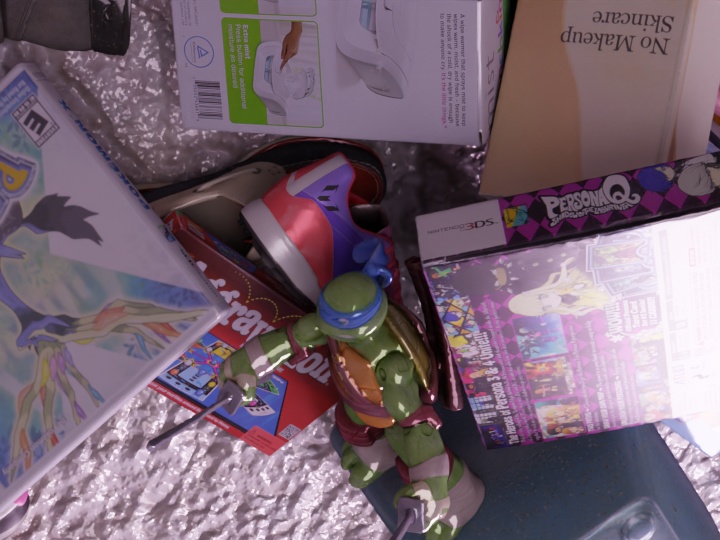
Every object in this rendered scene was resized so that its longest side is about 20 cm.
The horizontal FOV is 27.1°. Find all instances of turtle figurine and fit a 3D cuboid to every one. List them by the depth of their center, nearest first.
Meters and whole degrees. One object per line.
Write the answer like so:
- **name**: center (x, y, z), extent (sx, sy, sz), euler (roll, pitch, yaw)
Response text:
- **turtle figurine**: center (-0.013, 0.100, 0.840), extent (0.143, 0.201, 0.194), euler (-1, 149, 20)

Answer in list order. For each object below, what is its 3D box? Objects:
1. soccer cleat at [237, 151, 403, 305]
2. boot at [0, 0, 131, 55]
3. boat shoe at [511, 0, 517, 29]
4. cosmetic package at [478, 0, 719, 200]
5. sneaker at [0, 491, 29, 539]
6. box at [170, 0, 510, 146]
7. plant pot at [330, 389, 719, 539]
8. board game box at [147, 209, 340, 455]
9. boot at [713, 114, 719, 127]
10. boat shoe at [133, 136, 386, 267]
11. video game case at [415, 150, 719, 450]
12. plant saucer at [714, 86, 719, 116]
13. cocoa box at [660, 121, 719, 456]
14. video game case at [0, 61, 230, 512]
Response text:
- **soccer cleat**: center (0.000, 0.000, 0.905), extent (0.073, 0.068, 0.200), euler (-38, 145, 3)
- **boot**: center (-0.186, -0.210, 0.807), extent (0.130, 0.068, 0.201), euler (2, 111, -10)
- **boat shoe**: center (0.118, -0.169, 0.898), extent (0.072, 0.072, 0.201), euler (0, 113, -15)
- **cosmetic package**: center (0.139, -0.124, 0.807), extent (0.071, 0.105, 0.201), euler (20, 79, -59)
- **sneaker**: center (-0.279, 0.202, 0.955), extent (0.200, 0.074, 0.088), euler (-37, 117, 8)
- **box**: center (-0.010, -0.179, 0.807), extent (0.175, 0.097, 0.201), euler (4, 115, 15)
- **plant pot**: center (0.126, 0.165, 0.975), extent (0.195, 0.200, 0.197), euler (-34, 117, 2)
- **board game box**: center (-0.083, 0.045, 0.926), extent (0.103, 0.019, 0.200), euler (-40, 135, 14)
- **boot**: center (0.241, -0.100, 0.969), extent (0.200, 0.071, 0.145), euler (20, 112, -16)
- **boat shoe**: center (-0.075, -0.032, 0.912), extent (0.199, 0.063, 0.072), euler (-12, 114, -11)
- **video game case**: center (0.135, 0.021, 0.782), extent (0.180, 0.036, 0.200), euler (-13, 145, 8)
- **plant saucer**: center (0.260, -0.180, 0.871), extent (0.199, 0.051, 0.202), euler (2, 104, 7)
- **cocoa box**: center (0.200, 0.001, 0.918), extent (0.133, 0.132, 0.200), euler (-36, 135, 22)
- **video game case**: center (-0.202, 0.015, 0.857), extent (0.200, 0.022, 0.183), euler (-40, 87, 15)
